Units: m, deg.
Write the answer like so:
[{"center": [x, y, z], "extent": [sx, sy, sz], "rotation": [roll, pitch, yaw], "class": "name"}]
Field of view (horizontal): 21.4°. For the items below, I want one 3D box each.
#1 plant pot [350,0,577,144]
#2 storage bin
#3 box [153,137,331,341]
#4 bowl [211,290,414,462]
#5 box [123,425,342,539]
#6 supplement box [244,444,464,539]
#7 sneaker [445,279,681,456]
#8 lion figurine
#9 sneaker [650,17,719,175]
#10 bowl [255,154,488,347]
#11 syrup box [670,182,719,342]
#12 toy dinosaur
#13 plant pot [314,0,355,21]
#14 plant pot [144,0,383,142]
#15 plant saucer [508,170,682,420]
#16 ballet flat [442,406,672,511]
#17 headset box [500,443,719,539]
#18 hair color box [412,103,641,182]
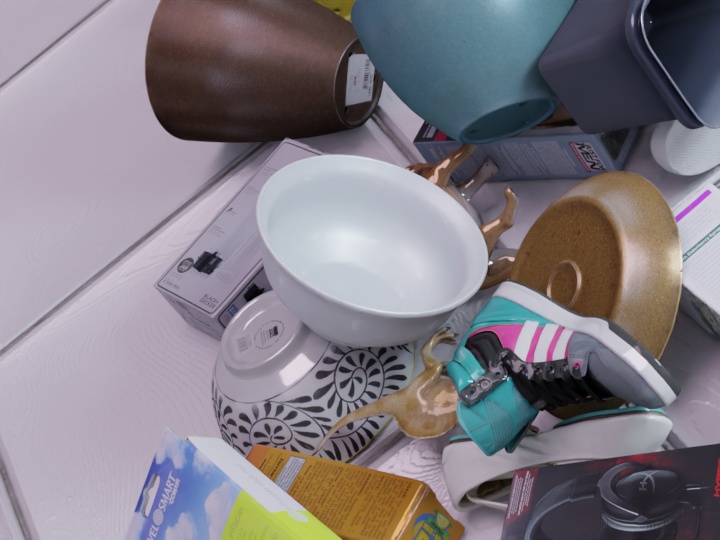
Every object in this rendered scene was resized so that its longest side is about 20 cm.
[{"center": [0.105, -0.188, 1.631], "extent": [0.199, 0.200, 0.135], "rotation": [-23, 75, 20], "class": "plant pot"}, {"center": [0.235, -0.207, 1.552], "extent": [0.134, 0.146, 0.200], "rotation": [-14, 35, 46], "class": "storage bin"}, {"center": [-0.089, -0.026, 1.808], "extent": [0.200, 0.060, 0.116], "rotation": [-50, 38, -14], "class": "box"}, {"center": [-0.061, 0.078, 1.647], "extent": [0.200, 0.094, 0.201], "rotation": [-23, 38, 20], "class": "bowl"}, {"center": [-0.101, 0.221, 1.497], "extent": [0.200, 0.047, 0.123], "rotation": [35, 109, 42], "class": "box"}, {"center": [-0.017, 0.194, 1.509], "extent": [0.199, 0.067, 0.069], "rotation": [4, 54, 44], "class": "supplement box"}, {"center": [0.130, 0.086, 1.373], "extent": [0.121, 0.084, 0.200], "rotation": [-49, 33, -11], "class": "sneaker"}, {"center": [0.084, -0.038, 1.667], "extent": [0.122, 0.072, 0.200], "rotation": [-42, 40, 8], "class": "lion figurine"}, {"center": [0.285, -0.158, 1.628], "extent": [0.115, 0.074, 0.200], "rotation": [10, 51, 50], "class": "sneaker"}, {"center": [0.000, 0.000, 1.590], "extent": [0.202, 0.200, 0.091], "rotation": [-90, 15, -51], "class": "bowl"}, {"center": [0.298, 0.021, 1.411], "extent": [0.081, 0.079, 0.200], "rotation": [-40, 36, -1], "class": "syrup box"}, {"center": [0.054, 0.101, 1.542], "extent": [0.199, 0.058, 0.101], "rotation": [-2, 41, 30], "class": "toy dinosaur"}, {"center": [-0.047, -0.344, 2.028], "extent": [0.199, 0.200, 0.143], "rotation": [-28, 62, 15], "class": "plant pot"}, {"center": [-0.082, -0.207, 1.919], "extent": [0.199, 0.187, 0.187], "rotation": [13, 59, 30], "class": "plant pot"}, {"center": [0.170, 0.016, 1.481], "extent": [0.200, 0.035, 0.201], "rotation": [-28, 55, 50], "class": "plant saucer"}, {"center": [0.147, 0.149, 1.429], "extent": [0.199, 0.069, 0.070], "rotation": [-13, 43, 37], "class": "ballet flat"}, {"center": [0.178, 0.209, 1.318], "extent": [0.199, 0.077, 0.149], "rotation": [-10, 45, 31], "class": "headset box"}, {"center": [0.156, -0.136, 1.716], "extent": [0.199, 0.061, 0.099], "rotation": [1, 52, 40], "class": "hair color box"}]
